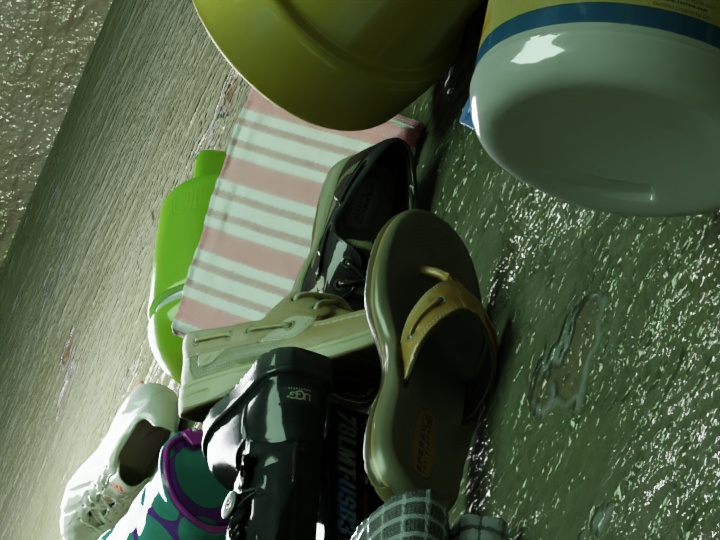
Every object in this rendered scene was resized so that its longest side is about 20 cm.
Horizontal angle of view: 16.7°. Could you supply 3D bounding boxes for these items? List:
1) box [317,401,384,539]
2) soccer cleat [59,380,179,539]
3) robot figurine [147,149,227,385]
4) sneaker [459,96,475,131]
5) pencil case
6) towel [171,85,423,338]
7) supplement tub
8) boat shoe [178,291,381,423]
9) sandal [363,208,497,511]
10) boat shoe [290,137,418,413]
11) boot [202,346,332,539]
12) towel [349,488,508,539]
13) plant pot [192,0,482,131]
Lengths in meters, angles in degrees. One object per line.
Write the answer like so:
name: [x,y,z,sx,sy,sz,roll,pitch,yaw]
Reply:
box: [-0.041,0.218,1.524,0.199,0.049,0.201,-91,25,-52]
soccer cleat: [-0.220,0.190,2.219,0.201,0.069,0.078,-62,19,23]
robot figurine: [-0.102,0.008,1.880,0.176,0.115,0.201,113,164,-56]
sneaker: [0.115,-0.095,1.305,0.078,0.070,0.200,-67,20,-1]
pencil case: [-0.142,0.195,1.868,0.200,0.085,0.093,128,141,-52]
towel: [-0.044,-0.027,1.740,0.146,0.030,0.201,18,89,33]
supplement tub: [0.135,-0.141,1.114,0.145,0.144,0.201,136,150,-62]
boat shoe: [-0.034,0.043,1.530,0.199,0.072,0.065,-19,66,35]
sandal: [0.044,0.048,1.374,0.054,0.080,0.201,-37,35,40]
boat shoe: [0.000,0.000,1.604,0.065,0.072,0.201,131,154,-54]
boot: [-0.062,0.170,1.470,0.165,0.065,0.201,115,159,-59]
towel: [0.005,0.234,1.251,0.166,0.085,0.201,-88,21,-52]
plant pot: [0.015,-0.222,1.626,0.189,0.200,0.202,-35,35,40]
